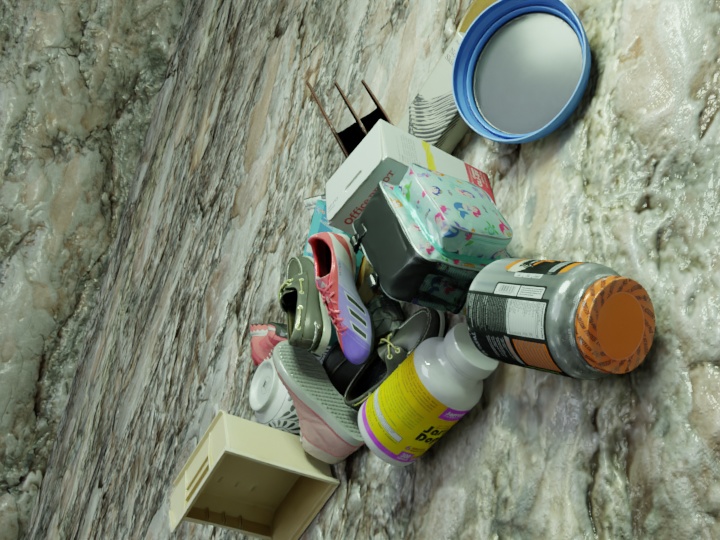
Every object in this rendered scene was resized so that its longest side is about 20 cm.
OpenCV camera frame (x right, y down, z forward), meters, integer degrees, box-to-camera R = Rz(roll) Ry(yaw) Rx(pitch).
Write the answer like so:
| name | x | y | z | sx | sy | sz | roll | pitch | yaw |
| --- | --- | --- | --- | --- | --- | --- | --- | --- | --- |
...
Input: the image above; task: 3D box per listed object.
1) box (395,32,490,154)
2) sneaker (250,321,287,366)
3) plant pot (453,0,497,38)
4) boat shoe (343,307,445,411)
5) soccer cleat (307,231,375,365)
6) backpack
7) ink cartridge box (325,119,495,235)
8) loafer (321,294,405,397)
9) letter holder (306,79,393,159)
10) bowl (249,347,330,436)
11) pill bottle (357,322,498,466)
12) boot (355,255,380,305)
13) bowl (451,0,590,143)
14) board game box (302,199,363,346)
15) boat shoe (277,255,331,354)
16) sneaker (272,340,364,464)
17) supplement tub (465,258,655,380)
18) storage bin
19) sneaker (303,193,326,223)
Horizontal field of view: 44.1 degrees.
| name | x | y | z | sx | sy | sz | roll | pitch | yaw |
| --- | --- | --- | --- | --- | --- | --- | --- | --- | --- |
| box | 0.133 | -0.251 | 1.340 | 0.082 | 0.068 | 0.201 | 49 | 124 | 24 |
| sneaker | -0.152 | 0.143 | 1.636 | 0.200 | 0.073 | 0.088 | 167 | 110 | -65 |
| plant pot | 0.199 | -0.371 | 1.381 | 0.200 | 0.027 | 0.203 | -38 | 42 | 44 |
| boat shoe | 0.048 | 0.130 | 1.279 | 0.202 | 0.060 | 0.072 | -56 | 34 | 23 |
| soccer cleat | -0.032 | 0.040 | 1.293 | 0.068 | 0.073 | 0.203 | -23 | 71 | 35 |
| backpack | 0.109 | -0.032 | 1.136 | 0.151 | 0.198 | 0.179 | -51 | 42 | 23 |
| ink cartridge box | 0.068 | -0.103 | 1.251 | 0.145 | 0.198 | 0.084 | -46 | 36 | 35 |
| loafer | 0.000 | 0.132 | 1.357 | 0.201 | 0.072 | 0.073 | -58 | 35 | 23 |
| letter holder | -0.008 | -0.262 | 1.524 | 0.100 | 0.143 | 0.201 | -31 | 36 | 4 |
| bowl | -0.129 | 0.207 | 1.510 | 0.200 | 0.093 | 0.203 | -40 | 40 | 44 |
| pill bottle | 0.088 | 0.158 | 1.146 | 0.200 | 0.103 | 0.105 | -50 | 33 | 33 |
| boot | 0.000 | 0.001 | 1.441 | 0.144 | 0.070 | 0.204 | 25 | 98 | 62 |
| bowl | 0.216 | -0.269 | 1.193 | 0.198 | 0.039 | 0.204 | -6 | 80 | 36 |
| board game box | -0.053 | 0.001 | 1.434 | 0.151 | 0.046 | 0.203 | -142 | 65 | -65 |
| boat shoe | -0.093 | 0.044 | 1.372 | 0.203 | 0.059 | 0.073 | -107 | 36 | -48 |
| sneaker | -0.080 | 0.210 | 1.356 | 0.200 | 0.075 | 0.105 | 47 | 128 | 11 |
| supplement tub | 0.215 | 0.051 | 0.973 | 0.199 | 0.121 | 0.124 | 6 | 77 | 61 |
| storage bin | -0.172 | 0.340 | 1.384 | 0.200 | 0.198 | 0.094 | -56 | 30 | 23 |
| sneaker | -0.022 | -0.105 | 1.573 | 0.199 | 0.073 | 0.081 | -8 | 94 | 53 |
